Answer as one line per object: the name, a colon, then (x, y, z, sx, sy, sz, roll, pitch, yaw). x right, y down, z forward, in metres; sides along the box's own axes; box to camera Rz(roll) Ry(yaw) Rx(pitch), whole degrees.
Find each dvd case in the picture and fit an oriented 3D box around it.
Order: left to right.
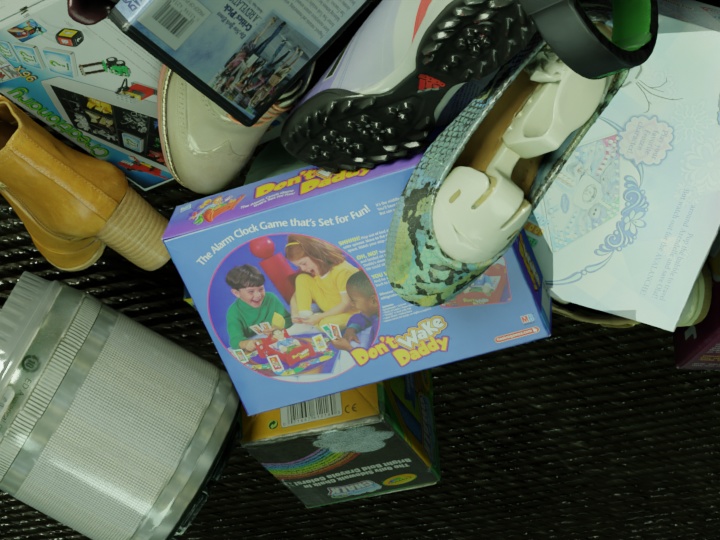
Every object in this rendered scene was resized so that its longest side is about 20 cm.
dvd case: (-0.023, -0.171, 0.886, 0.200, 0.018, 0.143, -46, 153, 5)

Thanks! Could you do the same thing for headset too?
headset: (0.103, -0.194, 0.853, 0.094, 0.124, 0.200, -20, 108, 33)

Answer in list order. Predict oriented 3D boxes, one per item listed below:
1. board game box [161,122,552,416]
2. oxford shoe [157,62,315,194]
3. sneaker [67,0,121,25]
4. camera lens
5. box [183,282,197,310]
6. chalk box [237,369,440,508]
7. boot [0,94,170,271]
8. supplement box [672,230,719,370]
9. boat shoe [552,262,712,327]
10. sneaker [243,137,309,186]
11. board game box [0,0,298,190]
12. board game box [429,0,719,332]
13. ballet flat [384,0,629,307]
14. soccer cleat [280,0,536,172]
board game box: (0.000, 0.000, 1.052, 0.200, 0.045, 0.135, -15, 117, 16)
oxford shoe: (-0.069, -0.110, 1.011, 0.071, 0.074, 0.200, -5, 138, -26)
sneaker: (-0.082, -0.180, 0.875, 0.076, 0.116, 0.200, 36, 136, -21)
camera lens: (-0.202, 0.111, 1.314, 0.200, 0.160, 0.160, 30, 143, -10)
box: (-0.024, -0.014, 1.259, 0.200, 0.064, 0.070, -14, 150, 19)
chalk box: (-0.011, 0.112, 1.434, 0.125, 0.124, 0.200, -12, 151, 14)
boot: (-0.209, -0.062, 1.124, 0.144, 0.071, 0.201, 39, 166, -28)
supplement box: (0.285, -0.016, 1.187, 0.103, 0.131, 0.200, 1, 162, -5)
boat shoe: (0.151, -0.003, 1.219, 0.066, 0.074, 0.200, -4, -170, -39)
sneaker: (0.010, -0.012, 1.134, 0.200, 0.118, 0.074, 24, 119, 3)
board game box: (-0.144, -0.122, 1.074, 0.126, 0.035, 0.200, -19, 148, 25)
board game box: (0.127, -0.078, 1.041, 0.199, 0.043, 0.200, 17, 121, -2)
ballet flat: (0.082, -0.064, 0.947, 0.074, 0.074, 0.200, 27, 96, -43)
soccer cleat: (0.026, -0.122, 0.959, 0.068, 0.073, 0.200, 21, 143, -28)
